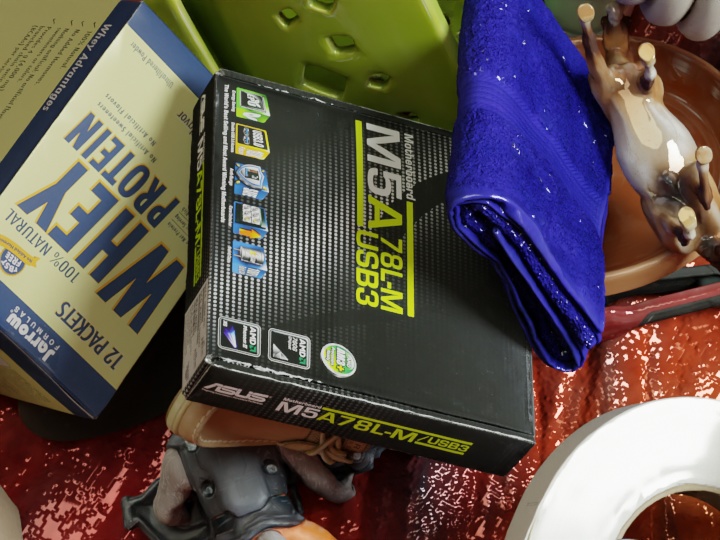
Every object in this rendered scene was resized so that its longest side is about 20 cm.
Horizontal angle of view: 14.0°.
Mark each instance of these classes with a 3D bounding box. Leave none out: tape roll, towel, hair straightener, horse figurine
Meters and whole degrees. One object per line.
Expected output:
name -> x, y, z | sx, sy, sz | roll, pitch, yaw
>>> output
tape roll -> 0.173, 0.168, 1.567 | 0.202, 0.037, 0.204 | 2, 83, -18
towel -> 0.099, -0.063, 1.618 | 0.049, 0.148, 0.201 | -16, 43, 21
hair straightener -> 0.159, -0.004, 1.710 | 0.199, 0.041, 0.077 | -16, 61, 8
horse figurine -> 0.168, -0.069, 1.630 | 0.050, 0.133, 0.201 | -27, 76, 0

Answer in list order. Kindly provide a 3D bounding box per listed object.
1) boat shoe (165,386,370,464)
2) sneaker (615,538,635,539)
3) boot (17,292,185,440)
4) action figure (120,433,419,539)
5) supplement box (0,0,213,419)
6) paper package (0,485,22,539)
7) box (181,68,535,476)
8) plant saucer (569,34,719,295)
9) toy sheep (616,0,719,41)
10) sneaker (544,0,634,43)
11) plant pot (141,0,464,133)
boat shoe -> -0.013, 0.070, 1.620 | 0.199, 0.072, 0.065 | -11, 56, -36
sneaker -> 0.191, 0.214, 1.511 | 0.072, 0.072, 0.200 | -44, 97, -17
boot -> -0.121, 0.027, 1.745 | 0.200, 0.074, 0.075 | -35, 36, -6
action figure -> -0.033, 0.125, 1.649 | 0.199, 0.105, 0.194 | -26, 69, -4
supplement box -> -0.193, -0.044, 1.696 | 0.199, 0.134, 0.200 | 11, 61, 51
paper package -> -0.248, 0.184, 1.599 | 0.103, 0.200, 0.192 | -11, 62, 5
box -> 0.000, 0.000, 1.600 | 0.192, 0.048, 0.201 | 14, 52, -17
plant saucer -> 0.133, -0.059, 1.729 | 0.199, 0.032, 0.201 | -7, 47, 8
toy sheep -> 0.205, -0.192, 1.657 | 0.199, 0.138, 0.139 | 5, 63, -5
sneaker -> 0.158, -0.250, 1.794 | 0.073, 0.118, 0.201 | 10, 64, 17
plant pot -> -0.012, -0.174, 1.725 | 0.180, 0.200, 0.200 | -9, 48, 21
